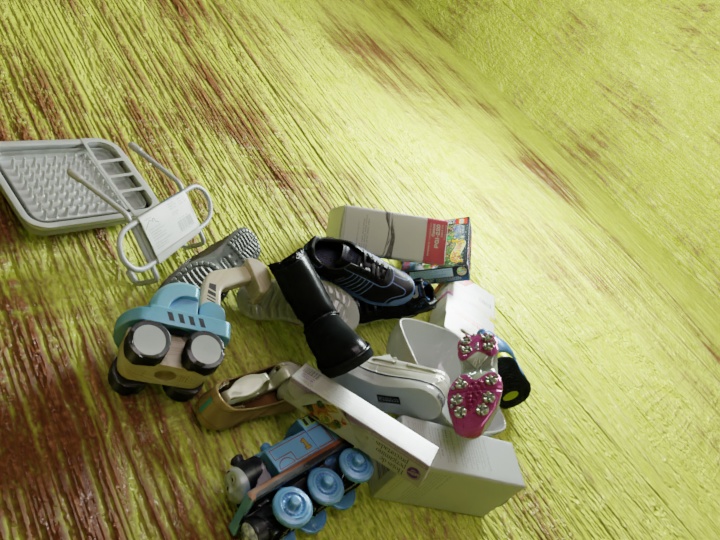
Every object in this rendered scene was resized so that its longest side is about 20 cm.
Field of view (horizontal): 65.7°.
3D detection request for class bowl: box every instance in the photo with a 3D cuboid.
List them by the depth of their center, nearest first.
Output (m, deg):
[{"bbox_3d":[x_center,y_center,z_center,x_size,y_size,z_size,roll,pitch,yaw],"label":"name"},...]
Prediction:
[{"bbox_3d":[0.127,0.185,0.888,0.198,0.075,0.202,19,36,-45],"label":"bowl"}]

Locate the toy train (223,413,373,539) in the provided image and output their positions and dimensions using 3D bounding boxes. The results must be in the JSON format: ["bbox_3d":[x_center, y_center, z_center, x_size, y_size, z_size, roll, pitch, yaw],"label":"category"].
[{"bbox_3d":[-0.072,0.243,0.657,0.114,0.088,0.198,43,34,26],"label":"toy train"}]

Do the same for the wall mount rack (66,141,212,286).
[{"bbox_3d":[-0.300,-0.084,0.778,0.200,0.073,0.176,-54,131,-55],"label":"wall mount rack"}]

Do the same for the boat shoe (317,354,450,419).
[{"bbox_3d":[0.032,0.154,0.792,0.197,0.072,0.070,2,29,30],"label":"boat shoe"}]

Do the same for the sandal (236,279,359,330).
[{"bbox_3d":[-0.097,0.053,0.882,0.199,0.050,0.084,14,72,-19],"label":"sandal"}]

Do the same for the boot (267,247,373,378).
[{"bbox_3d":[-0.061,0.051,0.764,0.072,0.198,0.165,-26,97,-13],"label":"boot"}]

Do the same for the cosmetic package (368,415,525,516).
[{"bbox_3d":[0.117,0.274,0.772,0.197,0.102,0.075,20,38,-25],"label":"cosmetic package"}]

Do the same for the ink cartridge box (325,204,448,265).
[{"bbox_3d":[0.043,-0.064,1.028,0.196,0.087,0.145,5,2,-14],"label":"ink cartridge box"}]

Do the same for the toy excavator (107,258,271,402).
[{"bbox_3d":[-0.205,0.054,0.711,0.192,0.100,0.203,16,49,-28],"label":"toy excavator"}]

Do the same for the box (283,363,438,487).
[{"bbox_3d":[-0.002,0.185,0.679,0.198,0.039,0.041,29,28,13],"label":"box"}]

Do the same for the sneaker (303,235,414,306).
[{"bbox_3d":[0.000,0.000,0.895,0.196,0.078,0.071,16,65,-5],"label":"sneaker"}]

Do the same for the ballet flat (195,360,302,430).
[{"bbox_3d":[-0.119,0.155,0.731,0.198,0.063,0.069,-13,58,-50],"label":"ballet flat"}]

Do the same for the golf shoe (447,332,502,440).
[{"bbox_3d":[0.170,0.176,0.796,0.074,0.093,0.201,-3,29,21],"label":"golf shoe"}]

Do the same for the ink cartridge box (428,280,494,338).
[{"bbox_3d":[0.197,0.098,1.087,0.115,0.068,0.201,32,32,-6],"label":"ink cartridge box"}]

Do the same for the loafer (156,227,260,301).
[{"bbox_3d":[-0.226,0.011,0.817,0.200,0.069,0.076,-45,110,-45],"label":"loafer"}]

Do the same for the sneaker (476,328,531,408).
[{"bbox_3d":[0.245,0.171,0.974,0.201,0.065,0.079,56,9,-44],"label":"sneaker"}]

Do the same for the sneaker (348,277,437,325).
[{"bbox_3d":[0.053,0.044,0.964,0.198,0.111,0.074,1,70,-42],"label":"sneaker"}]

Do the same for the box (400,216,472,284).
[{"bbox_3d":[0.164,-0.043,1.176,0.201,0.134,0.038,-72,150,-55],"label":"box"}]

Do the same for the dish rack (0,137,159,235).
[{"bbox_3d":[-0.415,-0.119,0.808,0.172,0.044,0.199,50,35,17],"label":"dish rack"}]
